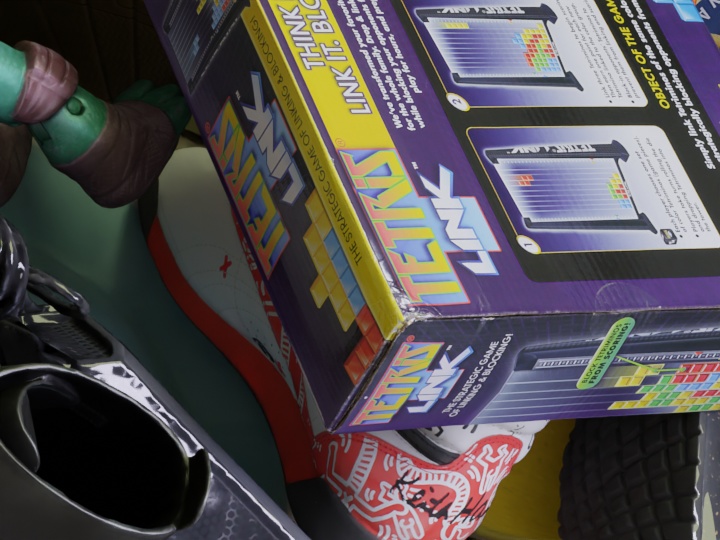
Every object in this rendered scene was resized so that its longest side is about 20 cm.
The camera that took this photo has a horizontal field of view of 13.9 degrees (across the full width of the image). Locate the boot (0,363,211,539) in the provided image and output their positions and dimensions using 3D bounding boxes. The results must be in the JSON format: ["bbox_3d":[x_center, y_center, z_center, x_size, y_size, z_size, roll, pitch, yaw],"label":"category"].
[{"bbox_3d":[-0.148,0.043,0.793,0.200,0.138,0.078,19,59,-21],"label":"boot"}]

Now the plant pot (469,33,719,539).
[{"bbox_3d":[0.118,0.034,1.077,0.142,0.200,0.200,41,28,-49],"label":"plant pot"}]

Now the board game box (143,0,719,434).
[{"bbox_3d":[0.035,-0.048,0.893,0.165,0.057,0.200,-2,52,-31],"label":"board game box"}]

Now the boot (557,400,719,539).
[{"bbox_3d":[0.135,0.113,0.918,0.131,0.070,0.200,22,48,-29],"label":"boot"}]

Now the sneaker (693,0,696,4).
[{"bbox_3d":[0.085,-0.047,1.003,0.073,0.077,0.201,23,83,-40],"label":"sneaker"}]

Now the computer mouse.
[{"bbox_3d":[-0.074,0.059,0.884,0.200,0.053,0.138,47,-9,-12],"label":"computer mouse"}]

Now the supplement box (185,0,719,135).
[{"bbox_3d":[0.021,-0.142,1.114,0.199,0.200,0.135,22,43,-32],"label":"supplement box"}]

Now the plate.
[{"bbox_3d":[-0.108,0.037,0.958,0.200,0.026,0.200,28,39,-25],"label":"plate"}]

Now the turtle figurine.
[{"bbox_3d":[-0.146,-0.090,0.886,0.101,0.150,0.200,-56,133,-14],"label":"turtle figurine"}]

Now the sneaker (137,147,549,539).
[{"bbox_3d":[0.001,0.001,0.972,0.067,0.108,0.202,15,33,-39],"label":"sneaker"}]

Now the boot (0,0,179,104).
[{"bbox_3d":[-0.093,-0.137,1.009,0.200,0.072,0.155,15,48,20],"label":"boot"}]
